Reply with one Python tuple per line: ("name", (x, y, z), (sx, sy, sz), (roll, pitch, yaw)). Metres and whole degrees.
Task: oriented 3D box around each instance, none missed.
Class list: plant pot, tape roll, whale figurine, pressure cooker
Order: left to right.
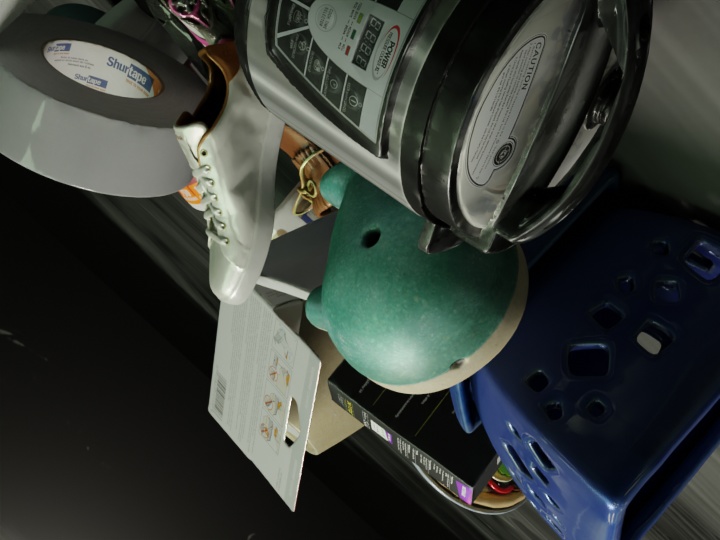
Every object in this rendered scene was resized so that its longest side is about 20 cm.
("tape roll", (-0.224, -0.141, 0.963), (0.198, 0.067, 0.201), (19, -154, -10))
("plant pot", (-0.020, 0.100, 1.287), (0.187, 0.200, 0.188), (37, 164, 12))
("whale figurine", (0.021, -0.022, 0.725), (0.104, 0.158, 0.201), (40, -159, -47))
("pressure cooker", (0.055, -0.119, 0.604), (0.199, 0.179, 0.176), (37, 164, 26))
("plant pot", (0.166, 0.063, 0.796), (0.179, 0.200, 0.200), (40, 165, 24))

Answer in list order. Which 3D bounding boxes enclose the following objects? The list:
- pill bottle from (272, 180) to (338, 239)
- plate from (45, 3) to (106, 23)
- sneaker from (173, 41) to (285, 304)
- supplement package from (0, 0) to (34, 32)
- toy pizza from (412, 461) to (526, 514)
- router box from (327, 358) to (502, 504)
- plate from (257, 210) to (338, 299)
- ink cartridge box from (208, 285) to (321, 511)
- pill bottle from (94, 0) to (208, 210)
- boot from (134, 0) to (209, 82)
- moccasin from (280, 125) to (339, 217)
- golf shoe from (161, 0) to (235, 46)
("pill bottle", (0.000, 0.000, 1.143), (0.200, 0.111, 0.111), (41, 164, 1))
("plate", (-0.249, -0.183, 1.169), (0.025, 0.201, 0.201), (-22, 124, 28))
("sneaker", (-0.109, -0.075, 0.877), (0.084, 0.203, 0.073), (3, -169, -29))
("supplement package", (-0.286, -0.304, 0.854), (0.150, 0.200, 0.152), (38, 163, 7))
("toy pizza", (0.115, 0.150, 1.178), (0.200, 0.201, 0.032), (43, 131, -7))
("router box", (0.090, 0.066, 0.949), (0.149, 0.200, 0.051), (35, 162, 19))
("plate", (0.020, -0.016, 0.916), (0.199, 0.199, 0.033), (16, 126, 55))
("ink cartridge box", (-0.087, 0.111, 1.159), (0.173, 0.043, 0.202), (41, 133, 37))
("pill bottle", (-0.182, -0.165, 1.128), (0.200, 0.113, 0.113), (50, 161, -28))
("boot", (-0.148, -0.223, 1.018), (0.131, 0.070, 0.201), (29, 155, 57))
("moccasin", (-0.021, -0.075, 1.058), (0.201, 0.078, 0.074), (44, 163, -8))
("golf shoe", (-0.116, -0.219, 0.913), (0.201, 0.072, 0.092), (60, -176, -25))
